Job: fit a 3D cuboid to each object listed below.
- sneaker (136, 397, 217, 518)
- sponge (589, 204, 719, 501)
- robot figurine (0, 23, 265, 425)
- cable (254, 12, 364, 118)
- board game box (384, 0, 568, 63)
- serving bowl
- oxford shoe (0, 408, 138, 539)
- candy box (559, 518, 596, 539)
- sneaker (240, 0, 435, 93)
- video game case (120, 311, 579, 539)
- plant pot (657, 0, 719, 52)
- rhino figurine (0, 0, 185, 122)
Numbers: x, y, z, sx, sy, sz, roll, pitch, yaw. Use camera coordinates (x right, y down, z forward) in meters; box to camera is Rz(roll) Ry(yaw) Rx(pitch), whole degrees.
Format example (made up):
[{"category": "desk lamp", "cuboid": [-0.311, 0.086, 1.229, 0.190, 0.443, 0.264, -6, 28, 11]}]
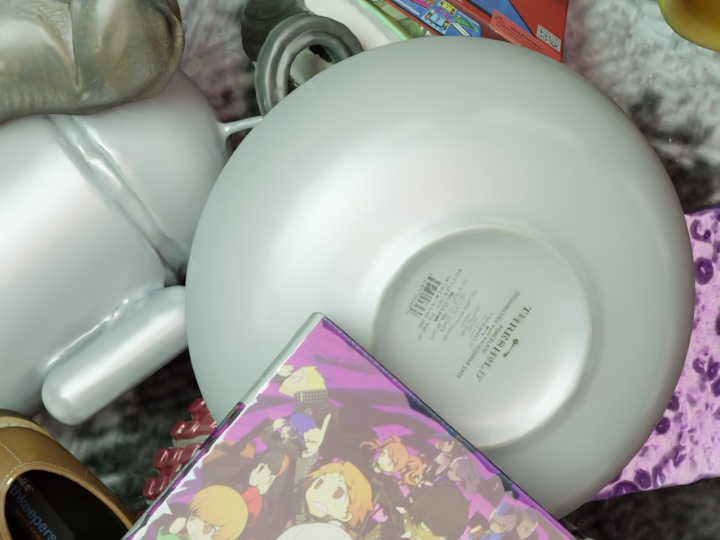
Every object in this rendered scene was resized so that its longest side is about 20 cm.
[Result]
[{"category": "sneaker", "cuboid": [-0.055, 0.130, 1.090, 0.074, 0.080, 0.201, 23, 89, -31]}, {"category": "sponge", "cuboid": [0.141, 0.031, 1.118, 0.198, 0.030, 0.112, -11, 90, -3]}, {"category": "robot figurine", "cuboid": [-0.130, -0.016, 1.059, 0.200, 0.113, 0.170, -39, 63, -2]}, {"category": "cable", "cuboid": [0.000, 0.000, 1.059, 0.097, 0.050, 0.201, -32, 100, -6]}, {"category": "board game box", "cuboid": [-0.003, -0.148, 1.064, 0.199, 0.103, 0.019, 33, 116, -10]}, {"category": "serving bowl", "cuboid": [0.037, 0.017, 1.002, 0.198, 0.066, 0.202, -3, 104, -11]}, {"category": "oxford shoe", "cuboid": [-0.080, 0.137, 0.996, 0.071, 0.071, 0.200, -48, 114, -12]}, {"category": "candy box", "cuboid": [0.042, 0.195, 1.043, 0.200, 0.168, 0.072, -42, 93, -4]}, {"category": "sneaker", "cuboid": [0.053, -0.074, 1.087, 0.200, 0.077, 0.089, 37, 59, 4]}, {"category": "video game case", "cuboid": [0.001, 0.147, 0.938, 0.200, 0.036, 0.181, 42, 85, -2]}, {"category": "plant pot", "cuboid": [0.199, -0.205, 1.050, 0.199, 0.201, 0.190, -7, 75, -4]}, {"category": "rhino figurine", "cuboid": [-0.156, -0.086, 0.994, 0.199, 0.060, 0.088, -11, 118, 19]}]
